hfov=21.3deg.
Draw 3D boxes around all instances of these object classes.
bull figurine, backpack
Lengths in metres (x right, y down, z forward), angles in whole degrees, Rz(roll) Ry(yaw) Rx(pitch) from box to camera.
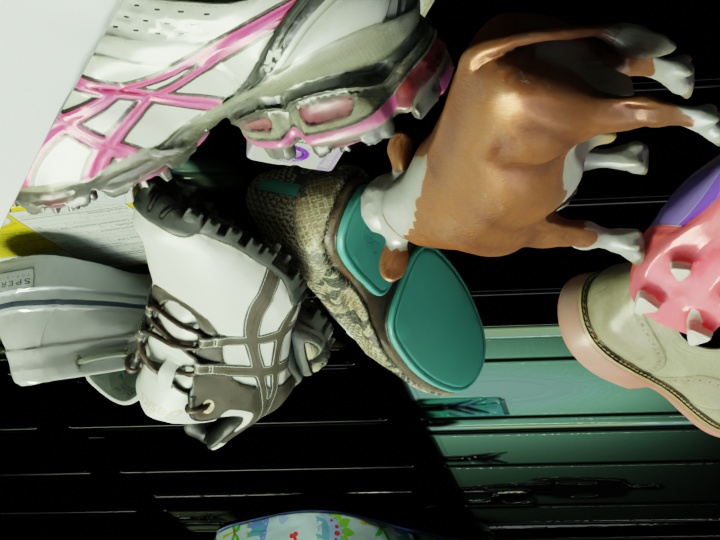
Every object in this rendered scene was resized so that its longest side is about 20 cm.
[{"bbox_3d":[0.071,-0.046,0.807,0.121,0.066,0.200,2,161,-9],"label":"bull figurine"},{"bbox_3d":[-0.014,0.269,1.544,0.199,0.148,0.183,22,149,-38],"label":"backpack"}]

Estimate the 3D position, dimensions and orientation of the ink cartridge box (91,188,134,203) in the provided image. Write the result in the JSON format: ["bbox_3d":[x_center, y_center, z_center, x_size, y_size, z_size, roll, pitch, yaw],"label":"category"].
[{"bbox_3d":[-0.143,-0.083,0.750,0.093,0.045,0.200,0,159,-1],"label":"ink cartridge box"}]

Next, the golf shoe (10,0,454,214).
[{"bbox_3d":[-0.071,-0.079,0.648,0.199,0.073,0.092,-12,121,26],"label":"golf shoe"}]

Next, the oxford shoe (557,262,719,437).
[{"bbox_3d":[0.200,0.043,1.032,0.199,0.071,0.074,16,152,-35],"label":"oxford shoe"}]

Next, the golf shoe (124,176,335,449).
[{"bbox_3d":[-0.072,0.029,0.908,0.078,0.095,0.200,34,168,27],"label":"golf shoe"}]

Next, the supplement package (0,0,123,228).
[{"bbox_3d":[-0.147,-0.131,0.399,0.190,0.201,0.147,9,158,-18],"label":"supplement package"}]

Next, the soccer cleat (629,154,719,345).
[{"bbox_3d":[0.184,-0.045,0.820,0.066,0.077,0.200,29,134,-13],"label":"soccer cleat"}]

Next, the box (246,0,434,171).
[{"bbox_3d":[-0.005,-0.094,0.717,0.038,0.042,0.200,8,160,-12],"label":"box"}]

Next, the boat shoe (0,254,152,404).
[{"bbox_3d":[-0.122,0.036,0.989,0.073,0.067,0.200,-8,171,31],"label":"boat shoe"}]

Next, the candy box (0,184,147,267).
[{"bbox_3d":[-0.183,-0.021,0.944,0.199,0.027,0.102,-6,164,19],"label":"candy box"}]

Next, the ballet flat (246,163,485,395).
[{"bbox_3d":[0.000,0.000,0.956,0.075,0.068,0.200,15,162,30],"label":"ballet flat"}]
